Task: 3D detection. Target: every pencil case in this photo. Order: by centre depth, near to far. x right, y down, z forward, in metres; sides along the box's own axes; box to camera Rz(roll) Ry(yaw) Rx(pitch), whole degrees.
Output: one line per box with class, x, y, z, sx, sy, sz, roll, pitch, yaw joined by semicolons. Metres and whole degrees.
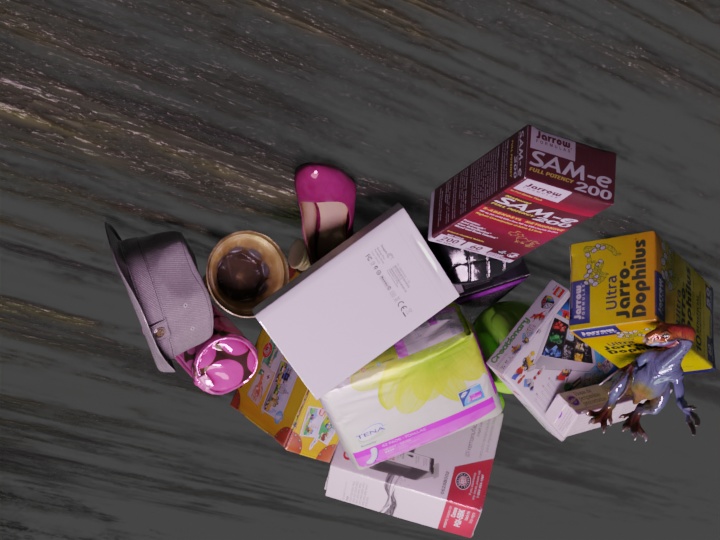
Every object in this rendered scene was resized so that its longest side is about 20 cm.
pencil case;-0.210;0.090;1.763;0.200;0.093;0.092;33;147;56

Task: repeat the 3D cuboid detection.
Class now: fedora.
fedora;-0.233;0.022;1.645;0.089;0.202;0.177;-20;-156;-7

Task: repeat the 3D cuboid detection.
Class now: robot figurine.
robot figurine;0.209;0.098;1.741;0.175;0.116;0.199;-45;160;17

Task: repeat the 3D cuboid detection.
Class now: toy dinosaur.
toy dinosaur;0.325;0.110;1.557;0.104;0.201;0.183;21;121;-8

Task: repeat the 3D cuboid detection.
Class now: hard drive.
hard drive;-0.004;0.036;1.505;0.132;0.199;0.027;55;178;-27

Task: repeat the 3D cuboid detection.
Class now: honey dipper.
honey dipper;0.000;0.000;1.690;0.198;0.038;0.038;15;159;-36

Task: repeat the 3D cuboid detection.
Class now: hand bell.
hand bell;-0.167;0.011;1.718;0.103;0.106;0.200;12;172;-19

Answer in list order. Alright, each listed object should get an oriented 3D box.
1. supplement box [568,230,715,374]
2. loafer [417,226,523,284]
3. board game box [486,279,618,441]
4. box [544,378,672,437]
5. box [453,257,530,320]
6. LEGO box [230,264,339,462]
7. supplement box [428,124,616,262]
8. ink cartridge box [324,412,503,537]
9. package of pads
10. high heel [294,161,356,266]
supplement box;0.335;0.045;1.605;0.108;0.110;0.199;-10;155;32
loafer;0.090;-0.025;1.569;0.197;0.074;0.072;-4;-163;8
board game box;0.238;0.112;1.642;0.035;0.127;0.200;34;172;41
box;0.309;0.163;1.681;0.198;0.039;0.042;-8;135;-42
box;0.108;0.041;1.684;0.141;0.036;0.200;-17;166;-21
LEGO box;-0.064;0.113;1.700;0.077;0.202;0.148;21;-176;-37
supplement box;0.162;-0.074;1.398;0.108;0.062;0.200;14;157;-21
ink cartridge box;0.068;0.233;1.727;0.198;0.148;0.083;15;145;4
package of pads;0.054;0.136;1.601;0.198;0.069;0.155;-23;130;2
high heel;-0.036;-0.044;1.478;0.066;0.097;0.200;1;160;11
